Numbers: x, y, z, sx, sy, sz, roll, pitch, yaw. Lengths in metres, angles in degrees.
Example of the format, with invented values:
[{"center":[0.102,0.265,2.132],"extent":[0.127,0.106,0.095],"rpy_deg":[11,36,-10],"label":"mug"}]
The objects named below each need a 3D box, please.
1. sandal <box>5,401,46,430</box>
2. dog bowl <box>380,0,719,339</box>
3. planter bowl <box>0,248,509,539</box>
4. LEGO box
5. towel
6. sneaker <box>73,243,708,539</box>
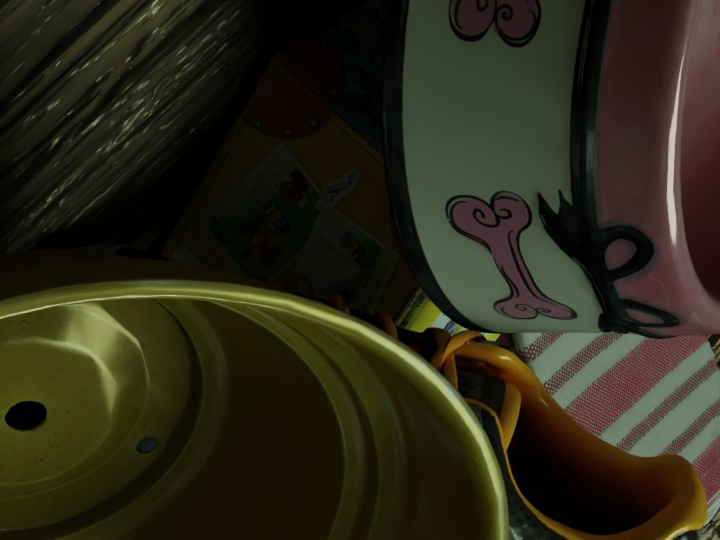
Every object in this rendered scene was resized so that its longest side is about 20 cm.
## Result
[{"center":[-0.037,0.069,0.690],"extent":[0.200,0.076,0.043],"rpy_deg":[10,138,-26],"label":"sandal"},{"center":[0.088,-0.071,0.654],"extent":[0.200,0.074,0.200],"rpy_deg":[-37,135,-48],"label":"dog bowl"},{"center":[-0.072,0.057,0.574],"extent":[0.200,0.083,0.200],"rpy_deg":[-10,131,-12],"label":"planter bowl"},{"center":[0.000,0.000,0.782],"extent":[0.149,0.077,0.200],"rpy_deg":[-36,164,-48],"label":"LEGO box"},{"center":[0.086,0.017,0.950],"extent":[0.030,0.200,0.146],"rpy_deg":[-18,-173,31],"label":"towel"},{"center":[0.005,0.042,0.662],"extent":[0.077,0.200,0.078],"rpy_deg":[-49,-160,37],"label":"sneaker"}]
